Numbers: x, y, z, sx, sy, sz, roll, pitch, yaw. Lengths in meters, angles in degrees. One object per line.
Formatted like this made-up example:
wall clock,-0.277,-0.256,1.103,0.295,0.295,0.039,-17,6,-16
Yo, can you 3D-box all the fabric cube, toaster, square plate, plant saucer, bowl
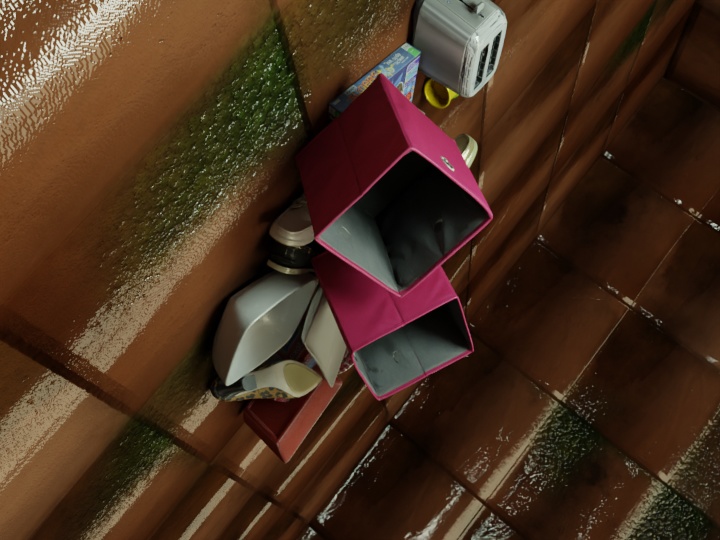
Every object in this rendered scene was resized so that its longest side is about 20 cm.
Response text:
fabric cube,0.054,0.061,1.436,0.198,0.201,0.197,-27,146,-1
toaster,0.159,-0.378,1.394,0.114,0.129,0.201,-44,161,-23
fabric cube,0.046,-0.125,1.260,0.199,0.201,0.195,-41,128,21
square plate,-0.057,0.088,1.575,0.199,0.028,0.203,67,36,-57
plant saucer,-0.154,0.266,1.753,0.037,0.199,0.201,39,84,-38
bowl,-0.177,0.084,1.473,0.199,0.075,0.201,-34,159,-44

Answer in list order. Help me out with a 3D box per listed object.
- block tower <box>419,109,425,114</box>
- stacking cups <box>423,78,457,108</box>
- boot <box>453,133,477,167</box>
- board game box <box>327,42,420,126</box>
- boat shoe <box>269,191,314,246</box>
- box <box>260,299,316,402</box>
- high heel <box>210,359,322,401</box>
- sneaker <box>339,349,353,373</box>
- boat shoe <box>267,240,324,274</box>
block tower,0.036,-0.227,1.484,0.200,0.057,0.054,-46,162,-28
stacking cups,0.197,-0.386,1.611,0.200,0.060,0.061,-47,162,-34
boot,0.091,-0.193,1.414,0.199,0.072,0.155,-40,126,2
board game box,0.020,-0.269,1.392,0.200,0.034,0.136,-44,159,-30
boat shoe,-0.084,-0.102,1.396,0.200,0.070,0.070,-43,161,-56
box,-0.135,0.154,1.688,0.201,0.099,0.095,-53,163,-1
high heel,-0.182,0.213,1.605,0.198,0.073,0.141,3,167,-41
sneaker,-0.007,0.141,1.772,0.200,0.081,0.075,-46,164,7
boat shoe,-0.101,-0.034,1.463,0.201,0.073,0.064,-9,119,-75
